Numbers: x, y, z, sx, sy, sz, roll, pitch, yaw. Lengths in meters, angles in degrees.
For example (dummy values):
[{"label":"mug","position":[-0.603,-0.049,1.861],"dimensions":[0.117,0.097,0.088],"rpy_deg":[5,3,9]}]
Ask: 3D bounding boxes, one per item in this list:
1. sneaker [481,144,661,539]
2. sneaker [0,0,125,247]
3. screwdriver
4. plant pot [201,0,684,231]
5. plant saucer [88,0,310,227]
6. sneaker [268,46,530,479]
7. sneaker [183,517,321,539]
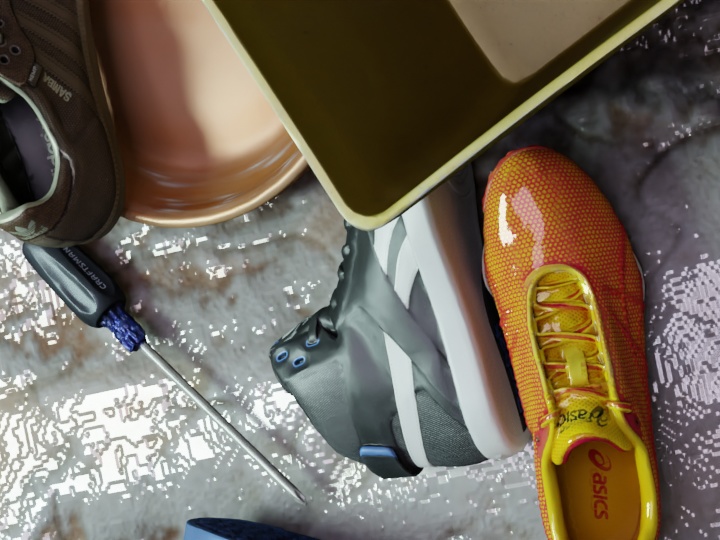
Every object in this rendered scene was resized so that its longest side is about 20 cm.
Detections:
[{"label":"sneaker","position":[0.100,0.042,1.028],"dimensions":[0.072,0.077,0.202],"rpy_deg":[-14,91,2]},{"label":"sneaker","position":[-0.169,-0.108,1.106],"dimensions":[0.070,0.075,0.201],"rpy_deg":[-25,84,24]},{"label":"screwdriver","position":[-0.099,0.048,1.147],"dimensions":[0.200,0.029,0.028],"rpy_deg":[45,110,21]},{"label":"plant pot","position":[0.050,-0.161,0.983],"dimensions":[0.199,0.176,0.201],"rpy_deg":[-36,84,22]},{"label":"plant saucer","position":[-0.084,-0.122,1.128],"dimensions":[0.198,0.037,0.202],"rpy_deg":[2,95,25]},{"label":"sneaker","position":[0.000,0.000,1.078],"dimensions":[0.111,0.073,0.202],"rpy_deg":[-15,89,23]},{"label":"sneaker","position":[-0.005,0.181,1.096],"dimensions":[0.199,0.070,0.079],"rpy_deg":[20,97,22]}]
